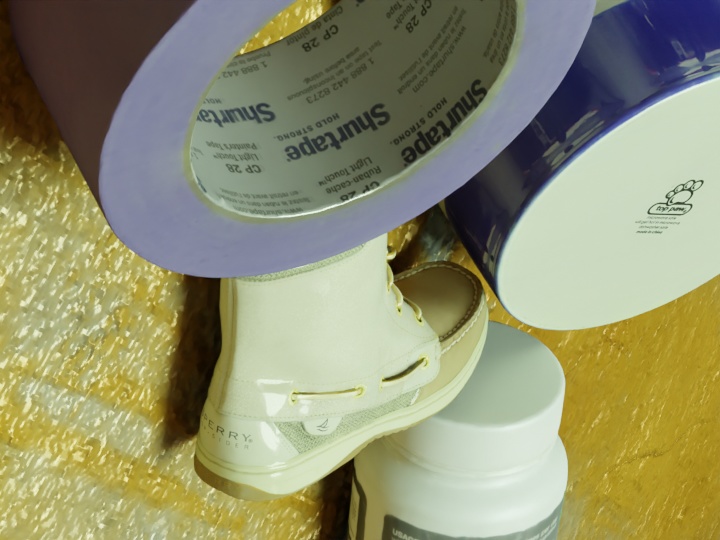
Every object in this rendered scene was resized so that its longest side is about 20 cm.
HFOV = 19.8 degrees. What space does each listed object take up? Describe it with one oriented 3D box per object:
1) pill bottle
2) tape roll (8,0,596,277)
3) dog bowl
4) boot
[{"bbox_3d":[0.050,0.133,1.096,0.113,0.113,0.201,-34,140,-43],"label":"pill bottle"},{"bbox_3d":[-0.019,-0.093,0.741,0.199,0.085,0.200,-24,152,-14],"label":"tape roll"},{"bbox_3d":[0.138,-0.061,1.032,0.199,0.079,0.200,-21,150,-13],"label":"dog bowl"},{"bbox_3d":[0.000,0.000,0.955,0.200,0.072,0.155,-32,135,-45],"label":"boot"}]
